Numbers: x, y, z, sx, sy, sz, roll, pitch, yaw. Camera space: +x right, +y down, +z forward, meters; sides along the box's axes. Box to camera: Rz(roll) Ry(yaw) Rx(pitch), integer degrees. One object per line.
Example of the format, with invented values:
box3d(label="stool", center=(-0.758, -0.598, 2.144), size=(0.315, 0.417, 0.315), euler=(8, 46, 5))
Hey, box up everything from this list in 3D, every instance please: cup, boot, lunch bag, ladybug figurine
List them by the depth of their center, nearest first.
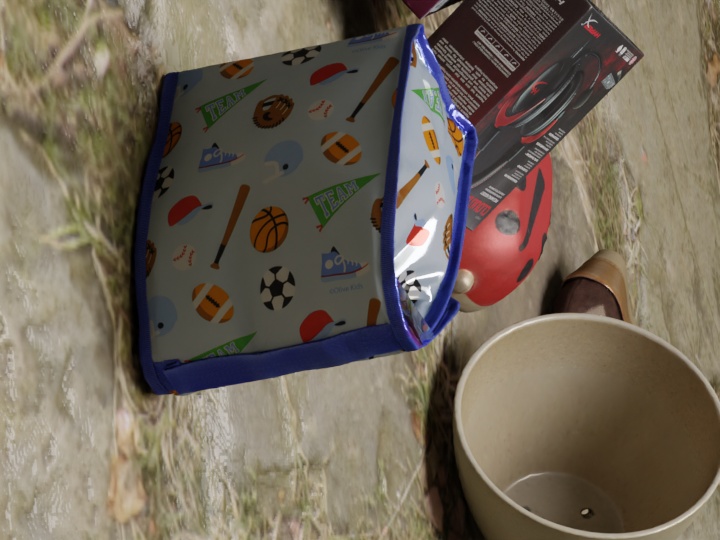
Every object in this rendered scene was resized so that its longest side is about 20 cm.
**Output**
box3d(label="lunch bag", center=(-0.032, -0.020, 1.601), size=(0.124, 0.170, 0.200), euler=(57, 30, -41))
box3d(label="cup", center=(0.157, 0.153, 2.078), size=(0.143, 0.200, 0.201), euler=(100, 0, -49))
box3d(label="ladybug figurine", center=(0.099, -0.051, 2.119), size=(0.200, 0.072, 0.136), euler=(-76, 151, -46))
box3d(label="boot", center=(0.195, 0.100, 2.377), size=(0.166, 0.072, 0.200), euler=(-56, 137, -45))

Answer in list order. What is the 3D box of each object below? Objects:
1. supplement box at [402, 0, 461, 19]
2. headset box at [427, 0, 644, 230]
box3d(label="supplement box", center=(0.063, -0.265, 1.979), size=(0.131, 0.103, 0.200), euler=(49, 22, 3))
box3d(label="headset box", center=(0.088, -0.118, 1.972), size=(0.075, 0.200, 0.149), euler=(47, 7, 20))
